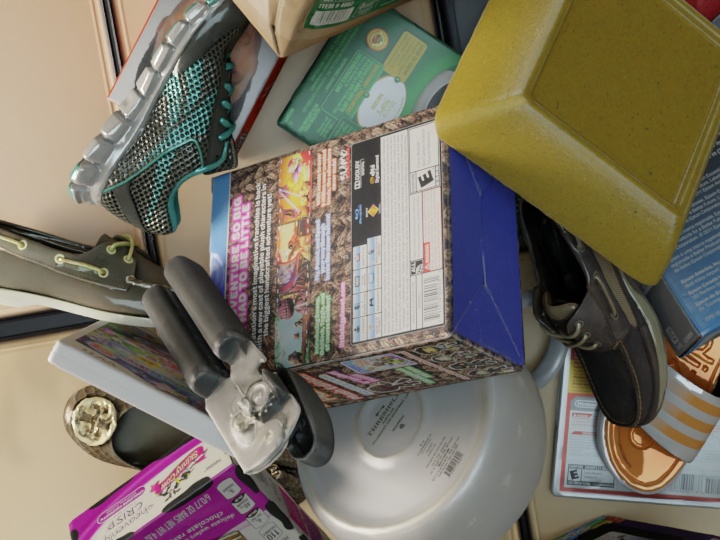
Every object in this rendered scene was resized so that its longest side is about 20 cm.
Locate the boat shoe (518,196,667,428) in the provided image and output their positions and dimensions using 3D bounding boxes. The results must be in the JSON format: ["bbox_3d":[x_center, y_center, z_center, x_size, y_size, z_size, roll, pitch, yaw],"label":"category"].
[{"bbox_3d":[0.155,0.022,0.937,0.073,0.074,0.201,-23,97,-32],"label":"boat shoe"}]

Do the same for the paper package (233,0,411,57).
[{"bbox_3d":[-0.018,-0.266,0.883,0.200,0.104,0.191,-29,72,-35],"label":"paper package"}]

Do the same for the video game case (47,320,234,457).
[{"bbox_3d":[-0.132,0.078,0.927,0.143,0.200,0.018,28,92,-2],"label":"video game case"}]

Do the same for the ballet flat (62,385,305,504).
[{"bbox_3d":[-0.133,0.137,1.009,0.199,0.046,0.068,21,93,-2],"label":"ballet flat"}]

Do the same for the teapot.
[{"bbox_3d":[0.062,0.128,0.962,0.200,0.146,0.198,-23,55,28],"label":"teapot"}]

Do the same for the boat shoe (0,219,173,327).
[{"bbox_3d":[-0.198,0.001,0.987,0.201,0.072,0.061,8,99,3],"label":"boat shoe"}]

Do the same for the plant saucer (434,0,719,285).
[{"bbox_3d":[0.170,-0.123,0.875,0.200,0.048,0.200,34,67,-20],"label":"plant saucer"}]

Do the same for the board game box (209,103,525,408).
[{"bbox_3d":[0.000,0.000,0.903,0.199,0.097,0.160,-13,65,32],"label":"board game box"}]

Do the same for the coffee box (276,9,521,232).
[{"bbox_3d":[0.051,-0.105,0.991,0.200,0.044,0.123,32,93,-2],"label":"coffee box"}]

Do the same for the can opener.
[{"bbox_3d":[-0.079,0.063,0.849,0.067,0.200,0.053,30,102,-38],"label":"can opener"}]

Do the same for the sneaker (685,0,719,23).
[{"bbox_3d":[0.182,-0.188,0.949,0.199,0.112,0.071,-16,88,1],"label":"sneaker"}]

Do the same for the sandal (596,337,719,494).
[{"bbox_3d":[0.243,0.070,0.979,0.079,0.059,0.207,26,94,-2],"label":"sandal"}]

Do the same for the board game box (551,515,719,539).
[{"bbox_3d":[0.148,0.241,0.925,0.199,0.165,0.057,-19,96,-23],"label":"board game box"}]

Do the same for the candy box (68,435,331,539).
[{"bbox_3d":[-0.097,0.221,0.966,0.136,0.061,0.200,-36,124,3],"label":"candy box"}]

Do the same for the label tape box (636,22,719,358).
[{"bbox_3d":[0.247,-0.060,0.964,0.144,0.063,0.200,-26,74,-9],"label":"label tape box"}]

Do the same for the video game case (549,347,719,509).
[{"bbox_3d":[0.225,0.080,1.019,0.142,0.017,0.201,4,95,0],"label":"video game case"}]

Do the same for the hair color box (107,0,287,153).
[{"bbox_3d":[-0.094,-0.191,0.977,0.101,0.061,0.200,27,95,-3],"label":"hair color box"}]

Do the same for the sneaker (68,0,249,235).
[{"bbox_3d":[-0.115,-0.110,0.921,0.091,0.078,0.200,36,104,-7],"label":"sneaker"}]
